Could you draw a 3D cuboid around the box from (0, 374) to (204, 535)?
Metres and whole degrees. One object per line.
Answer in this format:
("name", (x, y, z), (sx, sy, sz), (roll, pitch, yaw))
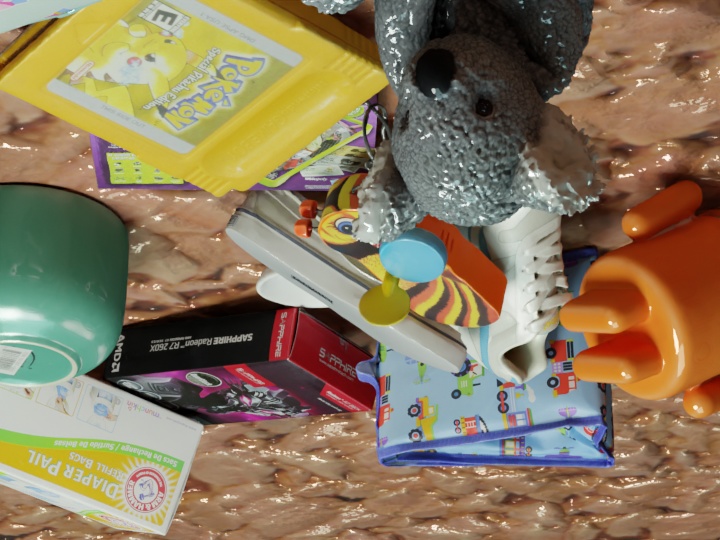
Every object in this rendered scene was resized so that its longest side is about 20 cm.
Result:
("box", (-0.251, 0.143, 1.855), (0.200, 0.101, 0.112), (26, 165, -26))

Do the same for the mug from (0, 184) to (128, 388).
("mug", (-0.248, 0.028, 1.675), (0.152, 0.115, 0.185), (-10, 151, 20))

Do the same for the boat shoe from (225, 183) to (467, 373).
("boat shoe", (0.000, 0.000, 1.597), (0.200, 0.066, 0.072), (32, 169, 4))

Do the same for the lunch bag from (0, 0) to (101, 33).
("lunch bag", (-0.212, -0.212, 1.249), (0.200, 0.077, 0.160), (-14, 148, 26))

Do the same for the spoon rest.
("spoon rest", (0.007, -0.003, 1.665), (0.200, 0.061, 0.099), (-22, 153, 35))

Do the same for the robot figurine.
("robot figurine", (0.241, 0.025, 1.602), (0.200, 0.144, 0.117), (-22, 153, -31))

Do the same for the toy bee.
("toy bee", (0.016, -0.034, 1.529), (0.109, 0.131, 0.200), (-10, 115, 31))

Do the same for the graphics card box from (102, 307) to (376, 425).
("graphics card box", (-0.099, 0.082, 1.823), (0.200, 0.051, 0.125), (-6, 155, 34))

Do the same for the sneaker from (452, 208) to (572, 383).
("sneaker", (0.122, -0.001, 1.604), (0.076, 0.081, 0.200), (-31, 151, -31))

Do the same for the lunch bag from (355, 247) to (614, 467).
("lunch bag", (0.094, 0.075, 1.720), (0.200, 0.151, 0.094), (-4, 153, 9))

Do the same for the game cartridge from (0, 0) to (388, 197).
("game cartridge", (-0.108, -0.130, 1.418), (0.200, 0.032, 0.176), (27, 135, -32))

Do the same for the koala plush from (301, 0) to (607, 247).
("koala plush", (0.069, -0.111, 1.305), (0.177, 0.200, 0.184), (-9, 151, 18))

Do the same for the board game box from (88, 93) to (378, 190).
("board game box", (-0.089, -0.095, 1.529), (0.200, 0.032, 0.120), (1, 157, -2))
